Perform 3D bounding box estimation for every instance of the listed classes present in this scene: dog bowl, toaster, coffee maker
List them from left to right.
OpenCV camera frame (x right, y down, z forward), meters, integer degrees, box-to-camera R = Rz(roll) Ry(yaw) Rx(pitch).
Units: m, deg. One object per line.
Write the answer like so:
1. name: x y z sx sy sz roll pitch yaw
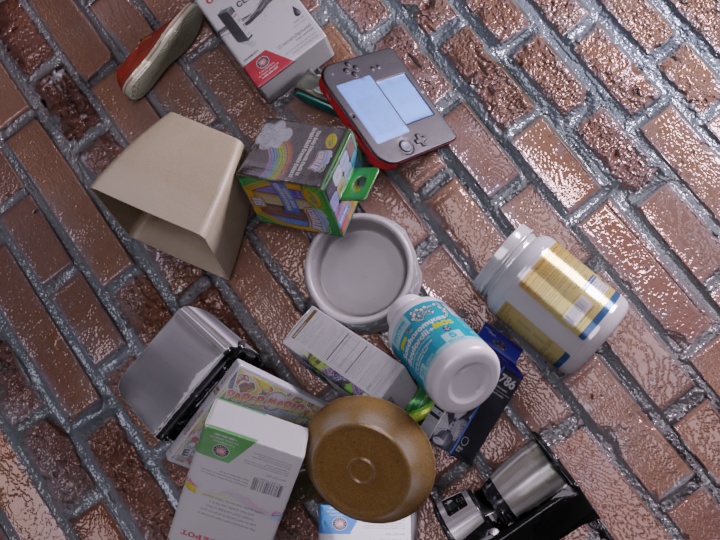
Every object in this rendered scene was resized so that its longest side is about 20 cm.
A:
1. toaster: -0.253 0.158 1.275 0.118 0.181 0.200 40 88 13
2. dog bowl: 0.000 0.000 1.329 0.198 0.059 0.202 -1 81 7
3. coffee maker: 0.234 0.370 1.202 0.199 0.135 0.193 -36 79 1

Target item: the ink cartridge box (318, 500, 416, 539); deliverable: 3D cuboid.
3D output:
1. ink cartridge box: 0.013 0.450 1.243 0.143 0.084 0.202 -1 80 8

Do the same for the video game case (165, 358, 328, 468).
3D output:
1. video game case: -0.160 0.243 1.246 0.182 0.199 0.023 -52 36 8

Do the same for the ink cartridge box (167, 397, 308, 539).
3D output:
1. ink cartridge box: -0.173 0.303 1.176 0.144 0.088 0.201 19 108 -5

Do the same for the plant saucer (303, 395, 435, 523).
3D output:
1. plant saucer: 0.006 0.276 1.170 0.198 0.035 0.202 5 106 16

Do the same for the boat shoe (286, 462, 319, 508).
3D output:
1. boat shoe: -0.053 0.315 1.282 0.199 0.066 0.072 -13 92 -11

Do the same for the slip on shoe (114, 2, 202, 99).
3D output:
1. slip on shoe: -0.351 -0.388 1.432 0.061 0.074 0.200 43 93 15

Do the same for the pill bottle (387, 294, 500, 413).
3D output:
1. pill bottle: 0.111 0.111 1.217 0.111 0.111 0.200 -42 36 0

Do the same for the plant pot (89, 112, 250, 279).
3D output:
1. plant pot: -0.275 -0.130 1.325 0.198 0.200 0.178 23 74 10

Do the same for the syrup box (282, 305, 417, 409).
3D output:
1. syrup box: -0.017 0.143 1.257 0.199 0.079 0.082 30 72 34

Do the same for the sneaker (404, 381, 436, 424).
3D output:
1. sneaker: 0.029 0.220 1.288 0.198 0.074 0.084 -20 70 -6

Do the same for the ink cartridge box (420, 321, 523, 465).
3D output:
1. ink cartridge box: 0.178 0.188 1.260 0.099 0.039 0.201 33 86 -29

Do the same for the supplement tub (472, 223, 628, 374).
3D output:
1. supplement tub: 0.282 0.041 1.241 0.200 0.145 0.145 42 88 11

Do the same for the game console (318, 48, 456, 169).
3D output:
1. game console: 0.043 -0.264 1.335 0.176 0.031 0.201 -27 77 -31

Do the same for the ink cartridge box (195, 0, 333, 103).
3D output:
1. ink cartridge box: -0.162 -0.412 1.401 0.144 0.084 0.201 -36 78 2

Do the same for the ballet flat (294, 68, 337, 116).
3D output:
1. ballet flat: -0.018 -0.274 1.370 0.199 0.067 0.064 32 82 11

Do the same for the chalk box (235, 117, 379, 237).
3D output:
1. chalk box: -0.068 -0.142 1.293 0.198 0.124 0.125 13 61 22
